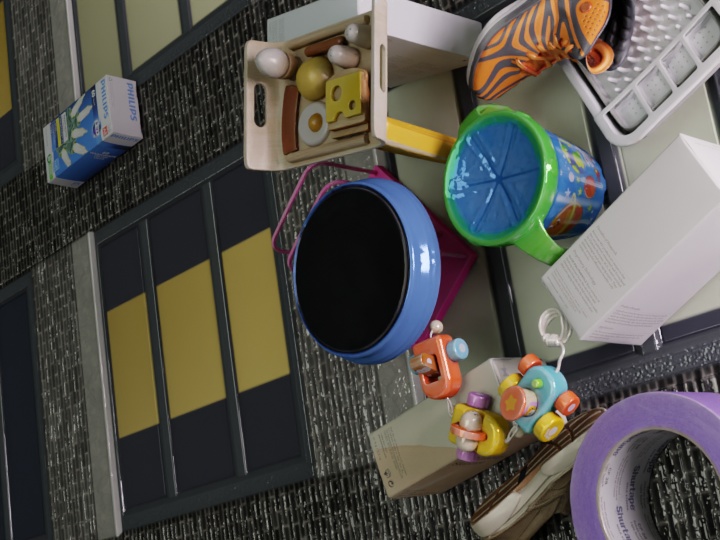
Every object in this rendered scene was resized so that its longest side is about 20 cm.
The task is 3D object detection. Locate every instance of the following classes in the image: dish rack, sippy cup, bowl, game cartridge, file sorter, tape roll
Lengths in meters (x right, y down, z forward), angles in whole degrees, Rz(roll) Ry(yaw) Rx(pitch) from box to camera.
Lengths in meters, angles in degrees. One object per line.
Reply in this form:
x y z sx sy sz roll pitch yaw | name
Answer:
0.279 -0.239 1.216 0.172 0.043 0.200 -48 54 33 | dish rack
0.175 -0.086 1.245 0.139 0.130 0.178 -2 84 46 | sippy cup
0.000 0.000 1.307 0.200 0.039 0.201 -5 83 47 | bowl
0.037 -0.147 1.348 0.176 0.200 0.033 17 97 46 | game cartridge
0.006 -0.020 1.422 0.200 0.125 0.139 46 119 39 | file sorter
0.295 0.211 1.118 0.200 0.085 0.201 -8 79 46 | tape roll

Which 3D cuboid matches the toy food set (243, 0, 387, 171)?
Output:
-0.049 -0.188 1.255 0.200 0.060 0.144 -8 79 46 | toy food set

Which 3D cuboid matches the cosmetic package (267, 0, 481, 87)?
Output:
0.018 -0.260 1.382 0.151 0.200 0.052 -5 83 46 | cosmetic package

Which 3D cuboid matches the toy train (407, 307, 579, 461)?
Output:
0.119 0.109 1.204 0.200 0.056 0.151 -19 74 43 | toy train

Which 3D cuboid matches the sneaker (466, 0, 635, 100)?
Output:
0.191 -0.222 1.222 0.200 0.077 0.112 -48 52 33 | sneaker

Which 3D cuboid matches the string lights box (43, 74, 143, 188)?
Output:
-0.430 -0.220 1.959 0.200 0.059 0.103 -28 65 41 | string lights box

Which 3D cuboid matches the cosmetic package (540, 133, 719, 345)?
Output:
0.280 -0.023 1.144 0.200 0.107 0.085 -50 52 29 | cosmetic package

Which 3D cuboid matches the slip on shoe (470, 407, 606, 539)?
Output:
0.196 0.218 1.244 0.061 0.076 0.200 42 114 0 | slip on shoe

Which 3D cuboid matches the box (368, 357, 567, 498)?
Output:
0.112 0.170 1.312 0.200 0.095 0.078 -38 60 39 | box
